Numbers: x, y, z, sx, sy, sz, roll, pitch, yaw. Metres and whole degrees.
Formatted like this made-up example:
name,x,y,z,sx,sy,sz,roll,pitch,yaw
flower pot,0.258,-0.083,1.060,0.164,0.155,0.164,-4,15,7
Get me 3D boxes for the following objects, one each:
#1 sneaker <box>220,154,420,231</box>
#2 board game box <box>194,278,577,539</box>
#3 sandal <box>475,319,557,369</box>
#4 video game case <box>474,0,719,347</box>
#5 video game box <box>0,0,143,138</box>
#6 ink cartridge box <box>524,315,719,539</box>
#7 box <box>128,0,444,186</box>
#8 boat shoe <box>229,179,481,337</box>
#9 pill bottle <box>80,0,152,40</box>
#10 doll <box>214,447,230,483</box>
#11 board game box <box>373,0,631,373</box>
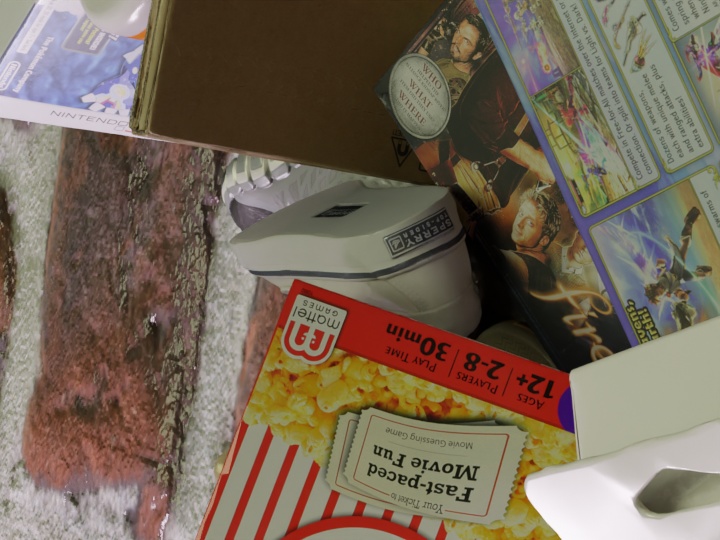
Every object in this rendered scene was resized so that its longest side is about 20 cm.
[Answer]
name,x,y,z,sx,sy,sz,roll,pitch,yaw
sneaker,-0.011,-0.017,0.975,0.200,0.075,0.116,-31,67,59
board game box,0.011,0.123,0.724,0.151,0.046,0.201,18,82,17
sandal,0.074,0.112,0.816,0.080,0.054,0.201,-38,52,50
video game case,0.144,-0.056,0.635,0.181,0.045,0.201,-29,83,46
video game box,-0.103,-0.145,1.049,0.200,0.182,0.047,-46,50,46
ink cartridge box,0.158,0.082,0.536,0.128,0.199,0.126,-29,59,54
box,0.003,-0.125,0.846,0.021,0.199,0.164,17,98,59
boat shoe,0.000,0.000,0.848,0.200,0.072,0.066,1,117,65
pill bottle,-0.027,-0.154,0.903,0.113,0.199,0.114,-20,66,57
doll,-0.008,0.125,0.950,0.200,0.048,0.137,7,110,57
board game box,0.100,-0.036,0.747,0.200,0.035,0.136,57,136,15
